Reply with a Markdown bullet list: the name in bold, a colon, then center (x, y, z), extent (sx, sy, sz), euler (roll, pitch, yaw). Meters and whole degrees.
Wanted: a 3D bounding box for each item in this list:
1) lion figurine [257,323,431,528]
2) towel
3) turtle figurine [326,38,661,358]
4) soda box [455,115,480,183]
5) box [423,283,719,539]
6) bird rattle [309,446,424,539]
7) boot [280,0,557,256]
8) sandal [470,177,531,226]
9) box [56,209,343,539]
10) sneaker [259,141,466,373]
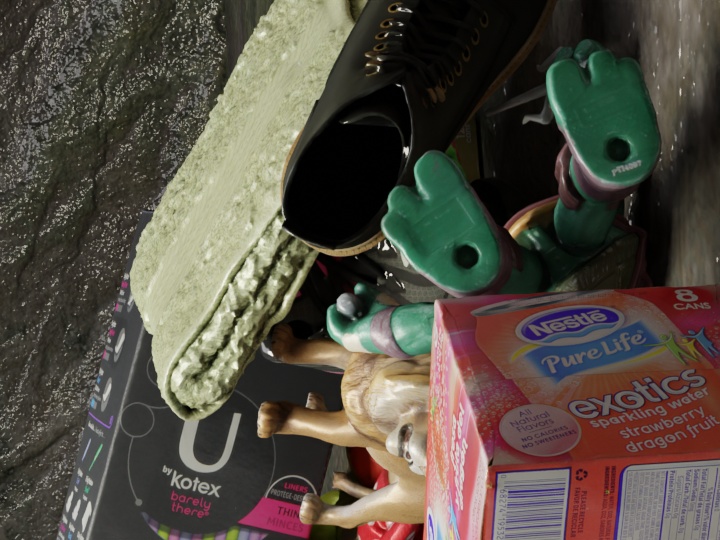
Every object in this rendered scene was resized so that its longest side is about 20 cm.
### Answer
- **lion figurine**: center (0.023, 0.079, 0.955), extent (0.200, 0.121, 0.073), euler (63, -144, -68)
- **towel**: center (-0.048, -0.043, 0.944), extent (0.201, 0.036, 0.149), euler (-59, 26, 16)
- **turtle figurine**: center (0.063, -0.015, 0.757), extent (0.150, 0.100, 0.200), euler (-52, -9, -5)
- **soda box**: center (0.021, -0.034, 1.166), extent (0.200, 0.063, 0.068), euler (130, 137, -78)
- **box**: center (0.075, 0.113, 0.673), extent (0.095, 0.102, 0.201), euler (-104, 13, -58)
- **bird rattle**: center (0.012, 0.119, 1.125), extent (0.200, 0.112, 0.164), euler (121, 162, -80)
- **boot**: center (0.031, -0.093, 0.788), extent (0.138, 0.077, 0.201), euler (-62, -5, -86)
- **sandal**: center (0.056, -0.005, 0.965), extent (0.200, 0.048, 0.076), euler (-156, 64, -82)
- **box**: center (-0.081, 0.077, 1.116), extent (0.106, 0.121, 0.202), euler (-174, 98, -74)
- **sneaker**: center (0.000, 0.000, 0.946), extent (0.200, 0.083, 0.077), euler (119, 142, -55)
